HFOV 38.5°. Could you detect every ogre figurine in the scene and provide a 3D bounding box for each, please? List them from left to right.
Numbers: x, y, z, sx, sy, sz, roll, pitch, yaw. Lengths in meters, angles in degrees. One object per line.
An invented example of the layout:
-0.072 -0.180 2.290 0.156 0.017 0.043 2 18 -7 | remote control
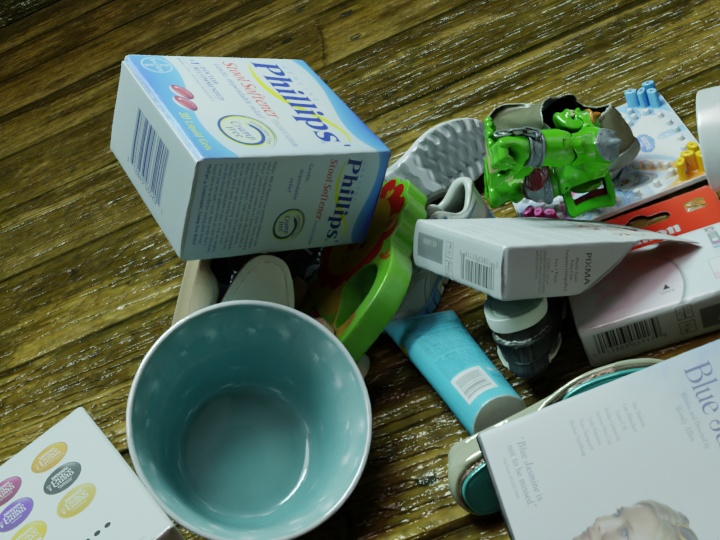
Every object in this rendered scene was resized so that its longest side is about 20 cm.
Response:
0.176 -0.097 0.970 0.117 0.201 0.100 -5 62 4 | ogre figurine

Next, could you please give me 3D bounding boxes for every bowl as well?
-0.095 0.140 0.864 0.197 0.105 0.204 4 63 -8 | bowl

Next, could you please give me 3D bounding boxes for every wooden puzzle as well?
-0.160 0.044 1.050 0.045 0.188 0.201 12 24 -13 | wooden puzzle

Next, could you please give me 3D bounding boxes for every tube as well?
0.083 0.083 0.914 0.076 0.051 0.200 -4 25 -17 | tube

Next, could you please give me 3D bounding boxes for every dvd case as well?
0.193 0.145 0.718 0.197 0.018 0.144 -22 56 7 | dvd case

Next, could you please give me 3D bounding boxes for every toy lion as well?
0.000 0.000 0.998 0.192 0.068 0.200 -50 22 6 | toy lion

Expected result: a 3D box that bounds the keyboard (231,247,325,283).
-0.091 -0.013 1.187 0.197 0.040 0.105 -10 36 23 | keyboard

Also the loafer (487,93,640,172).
0.207 -0.158 1.089 0.075 0.070 0.198 -41 34 -25 | loafer

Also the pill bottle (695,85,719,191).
0.408 -0.134 0.918 0.197 0.118 0.117 -9 36 26 | pill bottle

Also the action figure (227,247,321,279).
-0.094 -0.057 1.058 0.070 0.129 0.201 -56 23 17 | action figure

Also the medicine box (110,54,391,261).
-0.105 -0.110 0.952 0.197 0.104 0.183 -7 41 -34 | medicine box

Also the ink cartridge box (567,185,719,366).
0.260 -0.014 0.922 0.160 0.058 0.202 -19 37 13 | ink cartridge box

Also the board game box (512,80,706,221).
0.250 -0.121 1.097 0.197 0.026 0.201 -21 31 9 | board game box

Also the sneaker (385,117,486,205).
0.064 -0.108 1.170 0.198 0.076 0.082 -32 6 -11 | sneaker

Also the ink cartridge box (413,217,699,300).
0.167 -0.015 0.902 0.196 0.048 0.160 -1 10 -23 | ink cartridge box

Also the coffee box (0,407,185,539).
-0.199 0.262 0.719 0.199 0.202 0.197 -37 32 -17 | coffee box

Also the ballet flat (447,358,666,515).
0.155 0.120 0.799 0.197 0.070 0.070 -27 31 3 | ballet flat

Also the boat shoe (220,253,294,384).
-0.110 0.074 0.954 0.071 0.205 0.060 9 19 -16 | boat shoe

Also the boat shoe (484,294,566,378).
0.147 0.031 0.924 0.074 0.061 0.200 -13 17 21 | boat shoe

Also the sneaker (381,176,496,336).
0.059 -0.020 1.042 0.074 0.087 0.200 15 52 44 | sneaker
